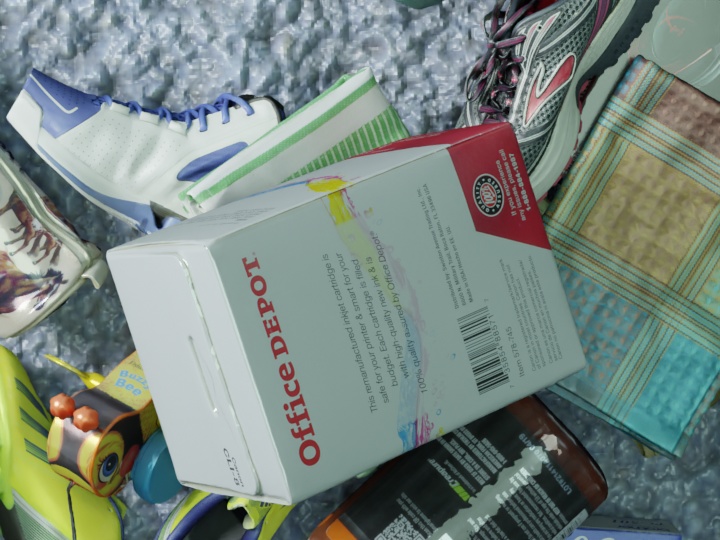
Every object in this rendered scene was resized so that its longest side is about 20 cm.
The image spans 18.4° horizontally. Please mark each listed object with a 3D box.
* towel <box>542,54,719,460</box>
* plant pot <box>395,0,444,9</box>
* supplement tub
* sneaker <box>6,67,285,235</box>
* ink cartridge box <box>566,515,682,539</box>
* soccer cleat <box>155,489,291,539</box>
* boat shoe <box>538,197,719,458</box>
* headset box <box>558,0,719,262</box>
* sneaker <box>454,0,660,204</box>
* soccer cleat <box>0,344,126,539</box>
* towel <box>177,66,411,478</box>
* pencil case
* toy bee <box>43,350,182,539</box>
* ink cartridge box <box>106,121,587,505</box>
[{"bbox_3d":[0.174,-0.005,1.304,0.146,0.022,0.201,28,98,-7],"label":"towel"},{"bbox_3d":[0.030,-0.249,1.266,0.200,0.201,0.161,34,103,-6],"label":"plant pot"},{"bbox_3d":[0.042,0.158,1.294,0.200,0.107,0.107,-42,96,-5],"label":"supplement tub"},{"bbox_3d":[-0.108,-0.074,1.329,0.199,0.081,0.115,36,88,-13],"label":"sneaker"},{"bbox_3d":[0.095,0.198,1.376,0.199,0.044,0.095,4,96,-4],"label":"ink cartridge box"},{"bbox_3d":[-0.052,0.119,1.332,0.065,0.084,0.200,37,91,-6],"label":"soccer cleat"},{"bbox_3d":[0.135,0.025,1.354,0.063,0.073,0.201,-44,104,-4],"label":"boat shoe"},{"bbox_3d":[0.206,-0.097,1.345,0.148,0.075,0.201,28,92,-6],"label":"headset box"},{"bbox_3d":[0.093,-0.117,1.291,0.075,0.081,0.201,24,95,-47],"label":"sneaker"},{"bbox_3d":[-0.189,0.136,1.353,0.083,0.065,0.201,-19,92,-32],"label":"soccer cleat"},{"bbox_3d":[0.000,0.000,1.309,0.152,0.023,0.201,-37,105,-23],"label":"towel"},{"bbox_3d":[-0.235,-0.054,1.311,0.089,0.078,0.200,-34,97,40],"label":"pencil case"},{"bbox_3d":[-0.135,0.094,1.281,0.130,0.109,0.201,6,54,12],"label":"toy bee"},{"bbox_3d":[-0.010,0.022,1.209,0.199,0.144,0.146,-22,99,-28],"label":"ink cartridge box"}]
